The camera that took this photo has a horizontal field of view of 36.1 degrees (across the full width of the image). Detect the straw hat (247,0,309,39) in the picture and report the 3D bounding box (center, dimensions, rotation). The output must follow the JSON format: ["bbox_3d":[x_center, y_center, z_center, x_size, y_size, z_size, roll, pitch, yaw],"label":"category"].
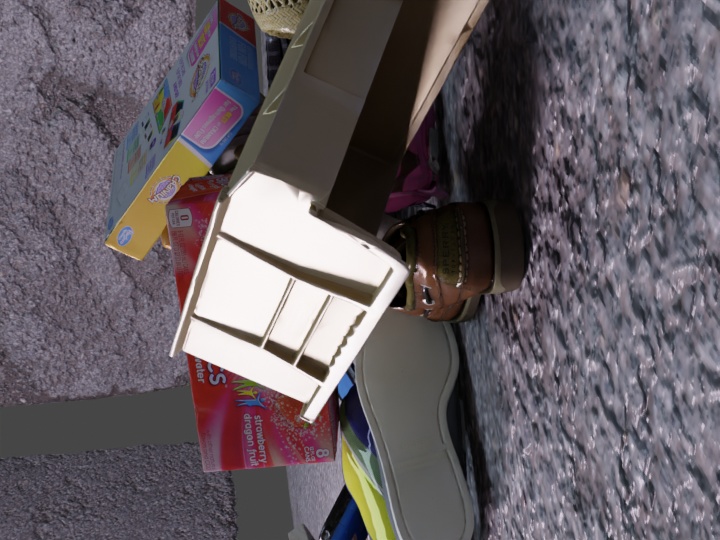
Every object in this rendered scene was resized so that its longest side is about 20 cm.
[{"bbox_3d":[-0.029,-0.187,0.688,0.201,0.199,0.086,-121,14,-73],"label":"straw hat"}]

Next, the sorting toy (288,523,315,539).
[{"bbox_3d":[-0.016,0.347,0.982,0.200,0.069,0.200,56,174,-5],"label":"sorting toy"}]

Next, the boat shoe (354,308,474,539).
[{"bbox_3d":[0.037,0.105,0.761,0.062,0.072,0.202,83,178,-63],"label":"boat shoe"}]

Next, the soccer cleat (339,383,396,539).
[{"bbox_3d":[0.027,0.177,0.806,0.084,0.064,0.202,-29,67,52],"label":"soccer cleat"}]

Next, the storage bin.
[{"bbox_3d":[-0.014,-0.057,0.599,0.199,0.093,0.201,121,170,-57],"label":"storage bin"}]

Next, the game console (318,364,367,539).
[{"bbox_3d":[-0.027,0.157,0.986,0.172,0.118,0.200,-61,-13,-18],"label":"game console"}]

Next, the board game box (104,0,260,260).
[{"bbox_3d":[-0.164,-0.129,1.011,0.200,0.040,0.154,-48,30,28],"label":"board game box"}]

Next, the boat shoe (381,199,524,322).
[{"bbox_3d":[0.041,-0.007,0.677,0.200,0.067,0.073,120,145,-77],"label":"boat shoe"}]

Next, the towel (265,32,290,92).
[{"bbox_3d":[-0.057,-0.234,1.046,0.200,0.085,0.167,-83,-9,-72],"label":"towel"}]

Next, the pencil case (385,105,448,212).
[{"bbox_3d":[0.011,-0.141,0.782,0.090,0.093,0.202,-3,-92,-53],"label":"pencil case"}]

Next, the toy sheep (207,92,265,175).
[{"bbox_3d":[-0.108,-0.103,1.104,0.138,0.136,0.201,96,171,-55],"label":"toy sheep"}]

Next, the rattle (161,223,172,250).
[{"bbox_3d":[-0.073,-0.109,0.878,0.200,0.142,0.131,124,143,-53],"label":"rattle"}]

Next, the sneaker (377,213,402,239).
[{"bbox_3d":[-0.001,0.000,0.968,0.200,0.076,0.112,-140,55,-70],"label":"sneaker"}]

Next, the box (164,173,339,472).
[{"bbox_3d":[-0.073,0.033,0.799,0.096,0.099,0.202,-88,-7,-74],"label":"box"}]
